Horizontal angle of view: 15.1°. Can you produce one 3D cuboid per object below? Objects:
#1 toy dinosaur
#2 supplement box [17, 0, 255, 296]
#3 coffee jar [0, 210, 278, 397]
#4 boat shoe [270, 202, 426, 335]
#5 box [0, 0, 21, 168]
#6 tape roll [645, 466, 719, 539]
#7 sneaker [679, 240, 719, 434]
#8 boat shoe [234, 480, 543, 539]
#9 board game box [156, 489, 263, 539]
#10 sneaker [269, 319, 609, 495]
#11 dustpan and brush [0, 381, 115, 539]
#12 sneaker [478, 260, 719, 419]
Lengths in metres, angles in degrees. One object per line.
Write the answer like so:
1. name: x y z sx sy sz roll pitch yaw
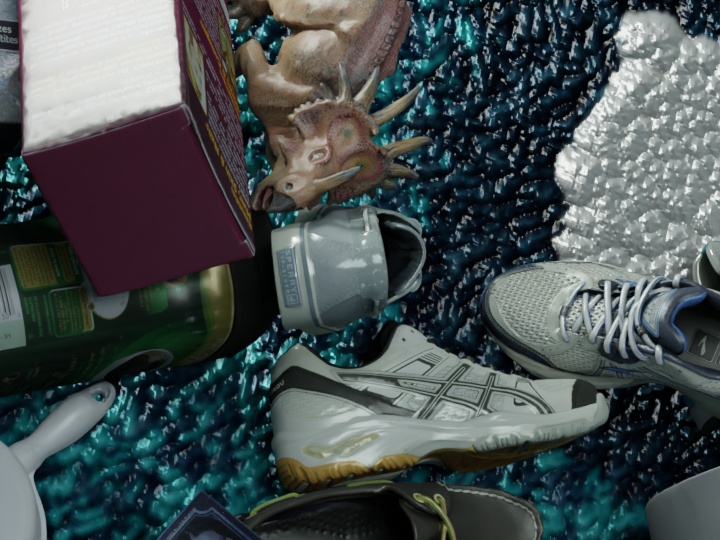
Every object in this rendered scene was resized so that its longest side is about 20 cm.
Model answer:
1. toy dinosaur: -0.011 -0.108 1.432 0.086 0.135 0.201 25 75 -34
2. supplement box: -0.115 -0.101 1.363 0.085 0.111 0.200 -15 46 8
3. coffee jar: -0.143 0.014 1.412 0.199 0.104 0.086 -9 78 -26
4. boat shoe: 0.000 -0.001 1.431 0.071 0.201 0.070 -6 93 7
5. box: -0.281 -0.107 1.378 0.199 0.132 0.115 0 70 -22
6. tape roll: 0.259 0.139 1.486 0.200 0.200 0.066 -5 74 -25
7. sneaker: 0.247 0.005 1.605 0.200 0.075 0.087 -37 83 -30
8. boat shoe: 0.015 0.148 1.457 0.201 0.061 0.072 -5 75 -25
9. board game box: -0.093 0.224 1.326 0.135 0.035 0.200 35 79 29
10. sneaker: 0.044 0.066 1.491 0.199 0.076 0.088 -5 73 -26
11. dustpan and brush: -0.194 0.111 1.385 0.139 0.057 0.200 40 62 13
12. sneaker: 0.163 0.029 1.519 0.199 0.085 0.077 13 73 11
